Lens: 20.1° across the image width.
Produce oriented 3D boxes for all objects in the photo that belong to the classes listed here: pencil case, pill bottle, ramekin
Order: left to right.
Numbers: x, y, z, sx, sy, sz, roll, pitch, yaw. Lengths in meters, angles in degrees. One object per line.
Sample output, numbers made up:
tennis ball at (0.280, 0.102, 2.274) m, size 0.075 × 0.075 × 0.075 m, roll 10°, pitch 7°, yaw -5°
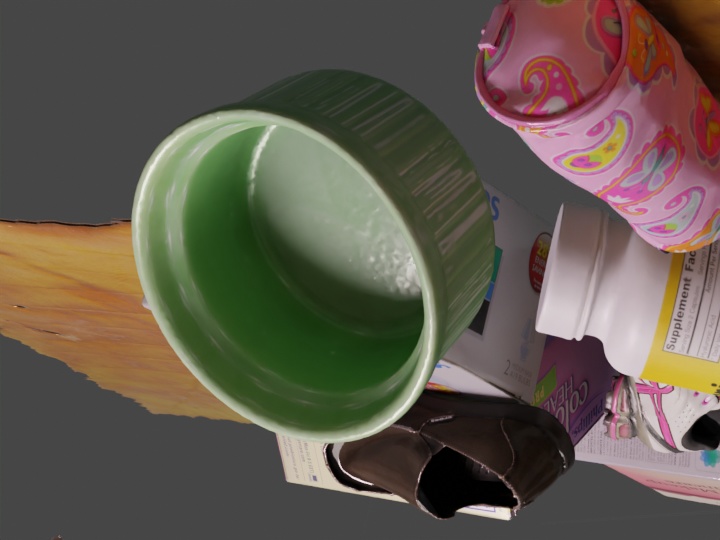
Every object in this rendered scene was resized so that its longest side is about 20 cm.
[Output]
ramekin at (-0.021, -0.014, 1.141) m, size 0.198 × 0.202 × 0.098 m, roll 6°, pitch -153°, yaw 32°
pencil case at (0.126, -0.073, 0.969) m, size 0.087 × 0.088 × 0.200 m, roll 6°, pitch 168°, yaw 30°
pill bottle at (0.211, 0.018, 1.239) m, size 0.198 × 0.112 × 0.111 m, roll 13°, pitch 169°, yaw 3°

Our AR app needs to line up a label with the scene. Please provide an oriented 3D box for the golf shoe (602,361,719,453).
golf shoe at (0.222, 0.060, 1.440) m, size 0.091 × 0.073 × 0.201 m, roll 14°, pitch 148°, yaw 17°

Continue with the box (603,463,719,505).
box at (0.276, 0.123, 1.672) m, size 0.127 × 0.110 × 0.200 m, roll 5°, pitch 166°, yaw 34°

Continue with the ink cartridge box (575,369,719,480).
ink cartridge box at (0.227, 0.092, 1.549) m, size 0.198 × 0.121 × 0.042 m, roll 5°, pitch -175°, yaw 32°

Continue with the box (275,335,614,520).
box at (0.061, 0.087, 1.516) m, size 0.199 × 0.098 × 0.176 m, roll 6°, pitch -151°, yaw 34°

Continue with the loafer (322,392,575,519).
loafer at (0.046, 0.127, 1.374) m, size 0.199 × 0.071 × 0.073 m, roll -6°, pitch 121°, yaw 40°

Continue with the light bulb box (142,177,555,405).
light bulb box at (0.000, 0.000, 1.351) m, size 0.199 × 0.126 × 0.198 m, roll 6°, pitch 167°, yaw 35°
